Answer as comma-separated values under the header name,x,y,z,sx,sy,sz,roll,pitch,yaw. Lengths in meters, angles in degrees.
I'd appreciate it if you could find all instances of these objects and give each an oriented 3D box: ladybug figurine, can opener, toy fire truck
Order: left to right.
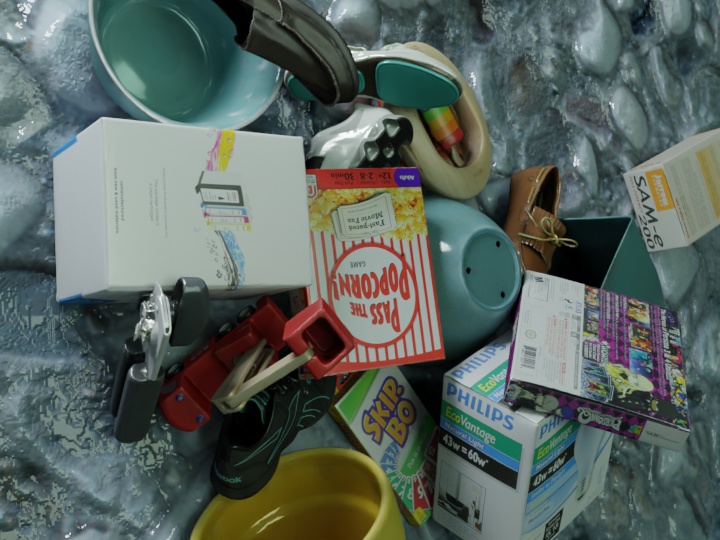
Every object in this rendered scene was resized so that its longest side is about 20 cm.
name,x,y,z,sx,sy,sz,roll,pitch,yaw
can opener,-0.179,0.084,0.795,0.066,0.201,0.053,1,51,-28
toy fire truck,-0.104,0.088,0.831,0.199,0.141,0.049,-38,110,5
ladybug figurine,0.081,-0.175,1.086,0.135,0.072,0.202,-35,104,-34

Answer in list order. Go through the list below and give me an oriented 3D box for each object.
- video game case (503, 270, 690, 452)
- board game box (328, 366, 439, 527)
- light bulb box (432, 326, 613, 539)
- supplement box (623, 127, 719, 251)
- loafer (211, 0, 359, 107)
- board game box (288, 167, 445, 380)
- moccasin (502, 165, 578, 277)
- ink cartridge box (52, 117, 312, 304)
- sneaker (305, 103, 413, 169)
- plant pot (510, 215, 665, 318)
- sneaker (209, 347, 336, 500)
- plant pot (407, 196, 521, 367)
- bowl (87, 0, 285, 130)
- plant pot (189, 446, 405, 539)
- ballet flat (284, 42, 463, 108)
name,x,y,z,sx,sy,sz,roll,pitch,yaw
video game case,0.248,0.087,0.960,0.179,0.036,0.201,15,35,5
board game box,0.038,0.184,1.038,0.096,0.030,0.201,-44,107,-31
light bulb box,0.190,0.185,1.026,0.197,0.124,0.202,-26,129,-41
supplement box,0.494,-0.124,1.371,0.199,0.073,0.128,-26,99,-35
loafer,-0.085,-0.222,0.855,0.200,0.073,0.072,44,66,-13
board game box,0.000,0.000,0.924,0.150,0.046,0.203,-5,84,-29
moccasin,0.223,-0.050,1.134,0.074,0.077,0.203,47,41,-29
ink cartridge box,-0.165,-0.047,0.849,0.198,0.147,0.147,0,83,-35
sneaker,-0.035,-0.102,1.003,0.200,0.088,0.074,-48,145,-14
plant pot,0.306,0.051,1.179,0.200,0.140,0.142,49,59,-32
sneaker,-0.080,0.131,0.904,0.080,0.075,0.201,90,25,-47
plant pot,0.104,0.006,1.041,0.198,0.134,0.203,6,80,-34
bowl,-0.182,-0.219,0.886,0.199,0.104,0.204,5,81,-35
plant pot,-0.042,0.306,0.875,0.200,0.199,0.191,-33,119,-33
ballet flat,0.015,-0.221,1.001,0.197,0.069,0.071,3,79,6
